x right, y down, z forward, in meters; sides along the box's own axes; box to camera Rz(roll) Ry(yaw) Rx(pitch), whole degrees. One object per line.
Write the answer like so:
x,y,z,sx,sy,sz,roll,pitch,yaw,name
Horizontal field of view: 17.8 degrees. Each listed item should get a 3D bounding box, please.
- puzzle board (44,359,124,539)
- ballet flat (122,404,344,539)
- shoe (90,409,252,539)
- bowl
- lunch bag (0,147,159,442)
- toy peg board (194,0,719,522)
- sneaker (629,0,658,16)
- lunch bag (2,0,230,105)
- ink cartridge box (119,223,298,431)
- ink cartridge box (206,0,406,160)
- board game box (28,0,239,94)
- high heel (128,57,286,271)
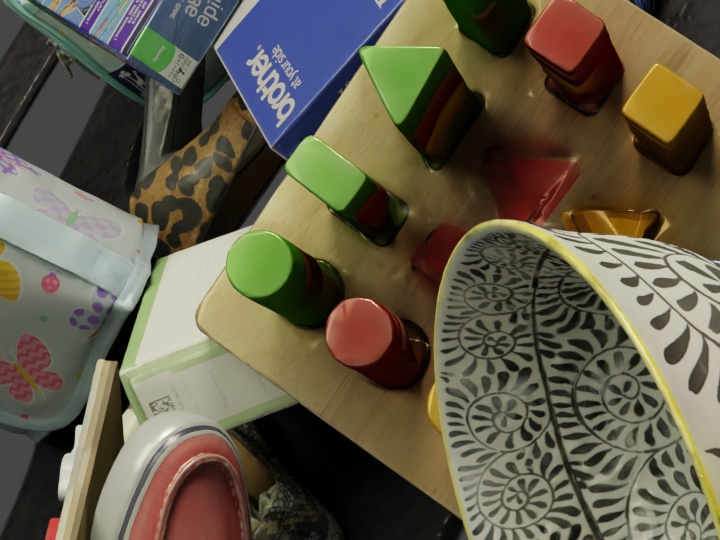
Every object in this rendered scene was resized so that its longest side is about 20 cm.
-0.115,0.157,0.929,0.017,0.152,0.201,3,38,3,puzzle board
-0.075,0.090,1.024,0.072,0.072,0.200,-55,37,-1,ballet flat
-0.056,0.161,0.900,0.091,0.071,0.202,23,114,48,shoe
0.108,0.068,0.735,0.094,0.202,0.201,-18,33,-19,bowl
-0.195,-0.003,1.085,0.128,0.169,0.200,-67,12,-18,lunch bag
0.060,-0.012,0.847,0.199,0.098,0.201,35,90,15,toy peg board
0.039,-0.093,1.009,0.199,0.070,0.078,-25,18,26,sneaker
-0.100,-0.189,1.183,0.200,0.160,0.077,-50,37,5,lunch bag
0.000,0.000,0.983,0.199,0.048,0.146,-21,17,8,ink cartridge box
-0.023,-0.125,1.023,0.094,0.044,0.200,-46,36,12,ink cartridge box
-0.069,-0.189,1.059,0.201,0.034,0.135,-57,35,0,board game box
-0.025,-0.059,1.107,0.199,0.071,0.144,-4,81,33,high heel
